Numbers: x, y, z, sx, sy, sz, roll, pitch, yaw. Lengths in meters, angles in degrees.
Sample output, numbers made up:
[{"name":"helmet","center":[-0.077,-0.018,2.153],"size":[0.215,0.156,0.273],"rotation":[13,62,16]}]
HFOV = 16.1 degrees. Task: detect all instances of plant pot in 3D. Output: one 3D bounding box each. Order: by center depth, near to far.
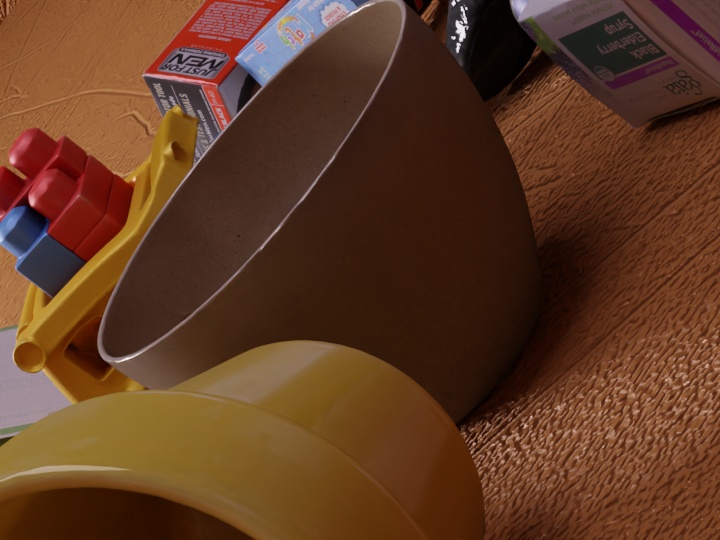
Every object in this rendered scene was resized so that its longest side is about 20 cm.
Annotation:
[{"name":"plant pot","center":[-0.043,0.120,0.901],"size":[0.201,0.201,0.189],"rotation":[-41,2,28]},{"name":"plant pot","center":[0.000,0.000,1.112],"size":[0.200,0.134,0.200],"rotation":[-45,17,17]}]

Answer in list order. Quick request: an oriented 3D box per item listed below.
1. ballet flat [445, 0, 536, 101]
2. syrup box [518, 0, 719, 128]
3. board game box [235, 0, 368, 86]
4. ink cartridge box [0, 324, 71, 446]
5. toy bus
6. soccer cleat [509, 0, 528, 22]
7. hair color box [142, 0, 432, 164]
[{"name":"ballet flat","center":[0.070,-0.174,1.301],"size":[0.066,0.057,0.200],"rotation":[-29,-41,-37]},{"name":"syrup box","center":[0.162,-0.168,1.143],"size":[0.200,0.081,0.079],"rotation":[-56,16,-22]},{"name":"board game box","center":[0.028,-0.190,1.405],"size":[0.200,0.037,0.151],"rotation":[-46,7,-24]},{"name":"ink cartridge box","center":[-0.181,0.083,1.432],"size":[0.145,0.048,0.200],"rotation":[-11,23,3]},{"name":"toy bus","center":[-0.087,-0.012,1.273],"size":[0.200,0.192,0.136],"rotation":[-43,16,18]},{"name":"soccer cleat","center":[0.156,-0.186,1.269],"size":[0.084,0.065,0.200],"rotation":[27,72,43]},{"name":"hair color box","center":[-0.039,-0.142,1.529],"size":[0.061,0.102,0.200],"rotation":[13,52,34]}]
